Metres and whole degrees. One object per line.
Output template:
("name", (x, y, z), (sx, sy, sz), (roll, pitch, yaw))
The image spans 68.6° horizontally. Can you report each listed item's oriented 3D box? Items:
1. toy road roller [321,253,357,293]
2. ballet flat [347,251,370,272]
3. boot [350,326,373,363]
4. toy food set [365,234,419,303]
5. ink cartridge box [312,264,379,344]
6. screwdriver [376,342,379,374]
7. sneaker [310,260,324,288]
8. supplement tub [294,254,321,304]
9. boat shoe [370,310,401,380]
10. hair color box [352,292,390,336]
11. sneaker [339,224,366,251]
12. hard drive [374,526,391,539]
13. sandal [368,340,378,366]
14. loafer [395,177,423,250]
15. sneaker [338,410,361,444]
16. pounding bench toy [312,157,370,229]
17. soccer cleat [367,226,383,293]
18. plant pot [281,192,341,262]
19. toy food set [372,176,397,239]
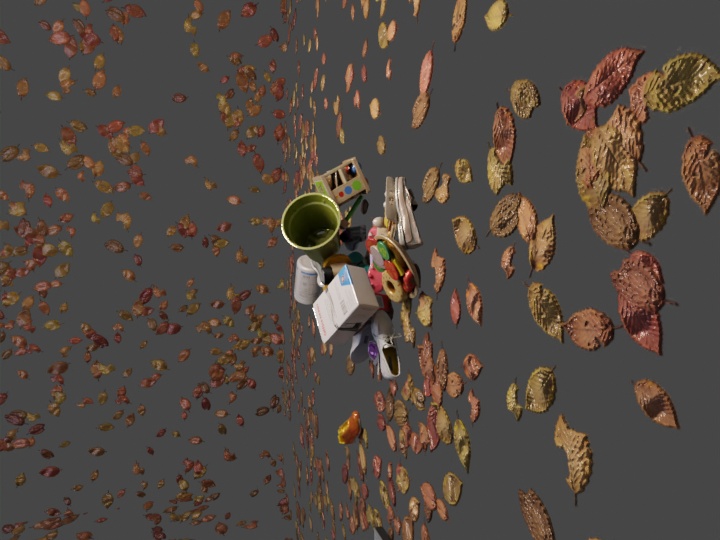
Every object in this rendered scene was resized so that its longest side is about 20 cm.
("toy road roller", (-0.069, 0.042, 1.760), (0.146, 0.120, 0.204), (-119, 22, -62))
("ballet flat", (0.000, 0.000, 1.802), (0.200, 0.070, 0.073), (-127, 39, -62))
("boot", (0.007, 0.217, 1.803), (0.096, 0.072, 0.203), (-104, 28, -51))
("toy food set", (0.084, -0.008, 1.413), (0.200, 0.048, 0.200), (59, 163, -2))
("ink cartridge box", (-0.047, 0.106, 1.569), (0.200, 0.083, 0.147), (-48, 47, 35))
("screwdriver", (0.055, 0.233, 1.607), (0.029, 0.027, 0.202), (55, -155, -31))
("sneaker", (-0.169, -0.015, 2.362), (0.080, 0.072, 0.202), (-66, 35, 36))
("supplement tub", (-0.245, 0.042, 2.497), (0.133, 0.129, 0.203), (-114, 28, -51))
("boat shoe", (0.081, 0.212, 1.533), (0.086, 0.073, 0.207), (139, 125, -69))
("hair color box", (-0.006, 0.139, 1.662), (0.199, 0.100, 0.062), (-39, 52, 44))
("sneaker", (-0.045, -0.121, 1.893), (0.200, 0.086, 0.076), (140, 127, -68))
("hard drive", (0.079, 0.943, 1.667), (0.139, 0.032, 0.205), (180, 88, -73))
("sandal", (0.053, 0.267, 1.668), (0.202, 0.049, 0.085), (171, 97, -73))
("loafer", (0.129, -0.152, 1.392), (0.072, 0.061, 0.205), (39, -134, -68))
("sneaker", (-0.041, 0.592, 1.962), (0.074, 0.075, 0.203), (-107, 24, -45))
("pounding bench toy", (-0.043, -0.260, 1.800), (0.203, 0.154, 0.124), (64, 166, -14))
("soccer cleat", (0.056, -0.034, 1.639), (0.076, 0.065, 0.205), (-37, -56, -73))
("plant pot", (-0.145, -0.122, 1.762), (0.185, 0.196, 0.204), (70, -170, -65))
("toy food set", (0.068, -0.141, 1.485), (0.202, 0.059, 0.146), (98, 176, -56))
